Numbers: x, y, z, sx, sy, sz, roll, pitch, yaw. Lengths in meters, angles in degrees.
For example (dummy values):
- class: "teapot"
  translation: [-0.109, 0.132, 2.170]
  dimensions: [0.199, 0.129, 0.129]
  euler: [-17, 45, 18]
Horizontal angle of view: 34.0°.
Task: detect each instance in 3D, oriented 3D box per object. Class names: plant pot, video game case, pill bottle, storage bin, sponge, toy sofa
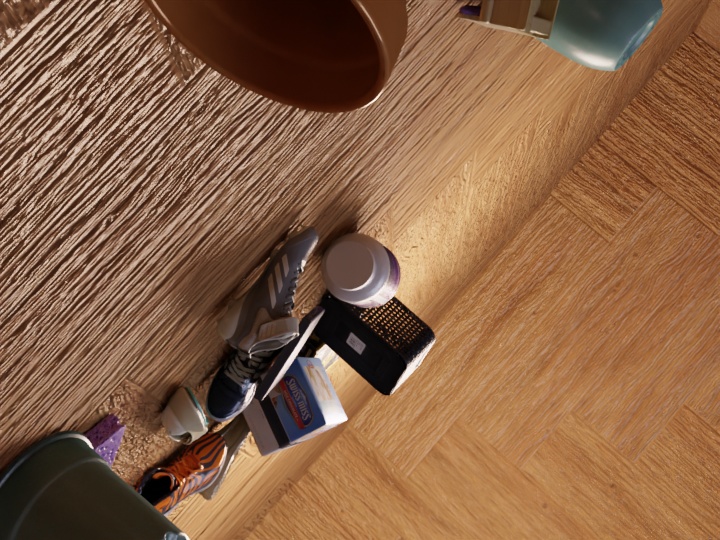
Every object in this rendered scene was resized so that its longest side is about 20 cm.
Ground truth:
- class: "plant pot"
  translation: [-0.043, -0.227, 0.817]
  dimensions: [0.200, 0.199, 0.141]
  euler: [102, 14, -68]
- class: "video game case"
  translation: [-0.109, 0.126, 1.854]
  dimensions: [0.143, 0.019, 0.200]
  euler: [-57, 178, 5]
- class: "plant pot"
  translation: [0.390, -0.421, 1.913]
  dimensions: [0.201, 0.161, 0.201]
  euler: [-46, 169, -12]
- class: "pill bottle"
  translation: [0.000, 0.000, 1.918]
  dimensions: [0.113, 0.112, 0.200]
  euler: [-49, 169, 2]
- class: "storage bin"
  translation: [0.021, 0.112, 2.147]
  dimensions: [0.094, 0.200, 0.135]
  euler: [-42, 167, -36]
- class: "sponge"
  translation: [-0.389, 0.274, 1.514]
  dimensions: [0.200, 0.030, 0.112]
  euler: [-40, 165, -42]
- class: "plant pot"
  translation: [-0.320, 0.326, 1.394]
  dimensions: [0.200, 0.195, 0.201]
  euler: [-46, 153, -32]
- class: "toy sofa"
  translation: [0.206, -0.370, 1.610]
  dimensions: [0.200, 0.097, 0.083]
  euler: [-19, 123, -69]

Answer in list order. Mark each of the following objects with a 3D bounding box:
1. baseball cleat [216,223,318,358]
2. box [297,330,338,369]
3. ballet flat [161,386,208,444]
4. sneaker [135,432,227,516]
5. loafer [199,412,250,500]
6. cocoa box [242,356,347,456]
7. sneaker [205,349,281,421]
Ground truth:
- class: "baseball cleat"
  translation: [-0.106, 0.035, 1.628]
  dimensions: [0.200, 0.106, 0.070]
  euler: [-50, 165, -9]
- class: "box"
  translation: [-0.078, 0.153, 2.304]
  dimensions: [0.160, 0.049, 0.200]
  euler: [-38, 165, -38]
- class: "ballet flat"
  translation: [-0.265, 0.225, 1.768]
  dimensions: [0.069, 0.069, 0.200]
  euler: [-46, 169, -14]
- class: "sneaker"
  translation: [-0.301, 0.346, 1.987]
  dimensions: [0.200, 0.078, 0.112]
  euler: [-46, 170, -20]
- class: "loafer"
  translation: [-0.249, 0.312, 2.123]
  dimensions: [0.201, 0.068, 0.076]
  euler: [-62, -179, -28]
- class: "cocoa box"
  translation: [-0.121, 0.238, 2.102]
  dimensions: [0.131, 0.134, 0.200]
  euler: [-26, 171, 7]
- class: "sneaker"
  translation: [-0.171, 0.138, 1.813]
  dimensions: [0.200, 0.070, 0.109]
  euler: [-53, 176, -17]
